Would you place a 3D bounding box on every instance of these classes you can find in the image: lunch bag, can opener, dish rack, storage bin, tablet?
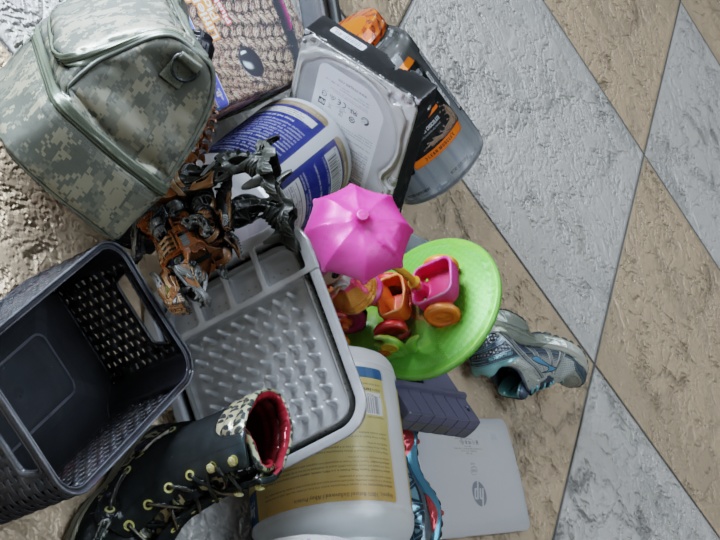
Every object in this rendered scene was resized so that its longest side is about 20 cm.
[{"bbox_3d":[-0.198,-0.150,1.264,0.139,0.168,0.200,44,8,-28],"label":"lunch bag"},{"bbox_3d":[-0.071,-0.359,1.750,0.053,0.067,0.202,-16,98,-57],"label":"can opener"},{"bbox_3d":[-0.086,0.079,1.335,0.044,0.171,0.201,32,34,-63],"label":"dish rack"},{"bbox_3d":[-0.234,0.084,1.199,0.136,0.093,0.200,59,34,-13],"label":"storage bin"},{"bbox_3d":[0.120,0.224,1.699,0.199,0.014,0.131,8,65,-53],"label":"tablet"}]

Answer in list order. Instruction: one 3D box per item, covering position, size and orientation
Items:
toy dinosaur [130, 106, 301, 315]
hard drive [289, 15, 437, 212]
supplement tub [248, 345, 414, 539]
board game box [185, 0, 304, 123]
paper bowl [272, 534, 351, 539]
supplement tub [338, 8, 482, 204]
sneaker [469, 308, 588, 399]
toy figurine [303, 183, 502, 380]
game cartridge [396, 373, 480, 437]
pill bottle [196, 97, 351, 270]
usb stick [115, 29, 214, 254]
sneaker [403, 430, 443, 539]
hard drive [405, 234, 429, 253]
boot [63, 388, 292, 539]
[{"bbox_3d":[-0.127,-0.060,1.292,0.102,0.135,0.201,53,30,-73],"label":"toy dinosaur"},{"bbox_3d":[-0.010,-0.132,1.521,0.139,0.201,0.038,35,50,16],"label":"hard drive"},{"bbox_3d":[-0.029,0.182,1.386,0.144,0.144,0.201,22,54,-48],"label":"supplement tub"},{"bbox_3d":[-0.152,-0.228,1.502,0.200,0.096,0.160,-32,98,-57],"label":"board game box"},{"bbox_3d":[-0.047,0.300,1.252,0.201,0.200,0.104,48,10,-26],"label":"paper bowl"},{"bbox_3d":[0.036,-0.182,1.722,0.200,0.122,0.123,50,36,-23],"label":"supplement tub"},{"bbox_3d":[0.191,0.115,1.828,0.199,0.077,0.087,24,64,-38],"label":"sneaker"},{"bbox_3d":[0.000,0.000,1.418,0.184,0.199,0.151,43,38,-45],"label":"toy figurine"},{"bbox_3d":[0.031,0.079,1.569,0.129,0.038,0.200,20,31,-54],"label":"game cartridge"},{"bbox_3d":[-0.102,-0.073,1.456,0.116,0.115,0.200,59,40,-12],"label":"pill bottle"},{"bbox_3d":[-0.174,-0.114,1.367,0.033,0.055,0.201,20,83,-49],"label":"usb stick"},{"bbox_3d":[0.013,0.203,1.513,0.095,0.079,0.201,17,48,-44],"label":"sneaker"},{"bbox_3d":[0.036,0.000,1.640,0.199,0.033,0.140,22,30,-43],"label":"hard drive"},{"bbox_3d":[-0.142,0.180,1.215,0.074,0.153,0.204,50,36,-24],"label":"boot"}]
